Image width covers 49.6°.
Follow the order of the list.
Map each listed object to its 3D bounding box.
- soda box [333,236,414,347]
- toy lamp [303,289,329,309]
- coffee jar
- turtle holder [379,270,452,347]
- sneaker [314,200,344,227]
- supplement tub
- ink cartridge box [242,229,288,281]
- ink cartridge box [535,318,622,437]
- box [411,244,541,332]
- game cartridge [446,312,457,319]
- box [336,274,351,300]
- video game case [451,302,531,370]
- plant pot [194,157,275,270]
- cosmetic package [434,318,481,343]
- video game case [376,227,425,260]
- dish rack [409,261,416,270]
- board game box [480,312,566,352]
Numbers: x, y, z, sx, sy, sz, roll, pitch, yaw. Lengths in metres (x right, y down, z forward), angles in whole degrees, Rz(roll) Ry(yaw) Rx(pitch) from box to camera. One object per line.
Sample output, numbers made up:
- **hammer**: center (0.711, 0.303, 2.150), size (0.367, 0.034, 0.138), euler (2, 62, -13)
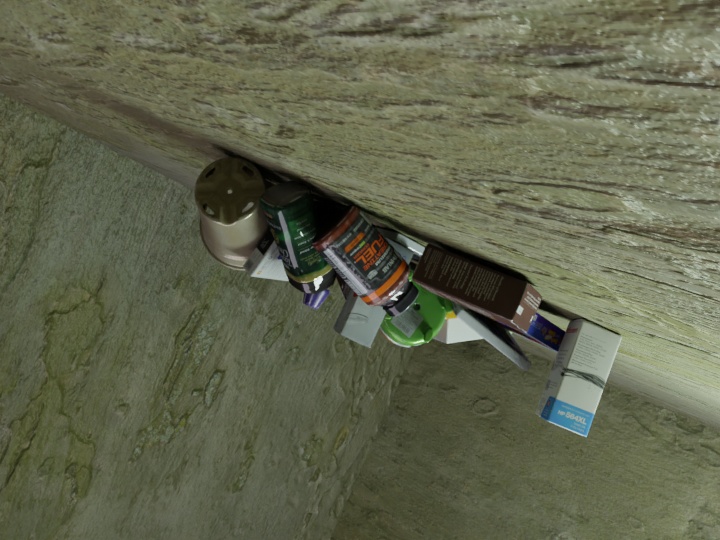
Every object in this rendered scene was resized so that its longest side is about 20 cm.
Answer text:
- **soda box**: center (0.023, 0.038, 1.473), size (0.068, 0.202, 0.063), euler (26, 178, -17)
- **toy lamp**: center (-0.069, -0.014, 1.689), size (0.058, 0.202, 0.058), euler (25, 178, 1)
- **coffee jar**: center (-0.113, -0.057, 1.439), size (0.104, 0.085, 0.202), euler (31, 145, 53)
- **turtle holder**: center (0.099, 0.063, 1.566), size (0.139, 0.188, 0.132), euler (11, 165, -13)
- **sneaker**: center (-0.048, -0.096, 1.509), size (0.199, 0.071, 0.090), euler (23, -168, 42)
- **supplement tub**: center (0.015, -0.012, 1.379), size (0.200, 0.107, 0.107), euler (47, 172, -13)
- **ink cartridge box**: center (-0.142, -0.024, 1.571), size (0.037, 0.095, 0.199), euler (47, -161, 28)
- **ink cartridge box**: center (0.418, 0.204, 1.503), size (0.084, 0.202, 0.146), euler (22, 177, 6)
- **box**: center (0.199, 0.029, 1.337), size (0.199, 0.076, 0.100), euler (25, 178, 30)
- **game cartridge**: center (0.192, 0.074, 1.775), size (0.199, 0.033, 0.175), euler (-2, -171, -44)
- **box**: center (0.000, 0.000, 1.702), size (0.074, 0.101, 0.200), euler (11, -160, -16)
- **video game case**: center (0.253, 0.106, 1.608), size (0.199, 0.023, 0.182), euler (37, -168, -17)
- **plant pot**: center (-0.237, -0.124, 1.516), size (0.199, 0.202, 0.184), euler (24, 166, 10)
- **cosmetic package**: center (0.256, 0.119, 1.854), size (0.198, 0.072, 0.101), euler (-4, -169, -30)
- **video game case**: center (0.074, -0.055, 1.579), size (0.142, 0.018, 0.199), euler (26, 177, -31)
- **dish rack**: center (0.125, 0.007, 1.774), size (0.170, 0.044, 0.200), euler (24, -173, -2)
- **board game box**: center (0.325, 0.104, 1.575), size (0.134, 0.045, 0.199), euler (24, 178, 40)
